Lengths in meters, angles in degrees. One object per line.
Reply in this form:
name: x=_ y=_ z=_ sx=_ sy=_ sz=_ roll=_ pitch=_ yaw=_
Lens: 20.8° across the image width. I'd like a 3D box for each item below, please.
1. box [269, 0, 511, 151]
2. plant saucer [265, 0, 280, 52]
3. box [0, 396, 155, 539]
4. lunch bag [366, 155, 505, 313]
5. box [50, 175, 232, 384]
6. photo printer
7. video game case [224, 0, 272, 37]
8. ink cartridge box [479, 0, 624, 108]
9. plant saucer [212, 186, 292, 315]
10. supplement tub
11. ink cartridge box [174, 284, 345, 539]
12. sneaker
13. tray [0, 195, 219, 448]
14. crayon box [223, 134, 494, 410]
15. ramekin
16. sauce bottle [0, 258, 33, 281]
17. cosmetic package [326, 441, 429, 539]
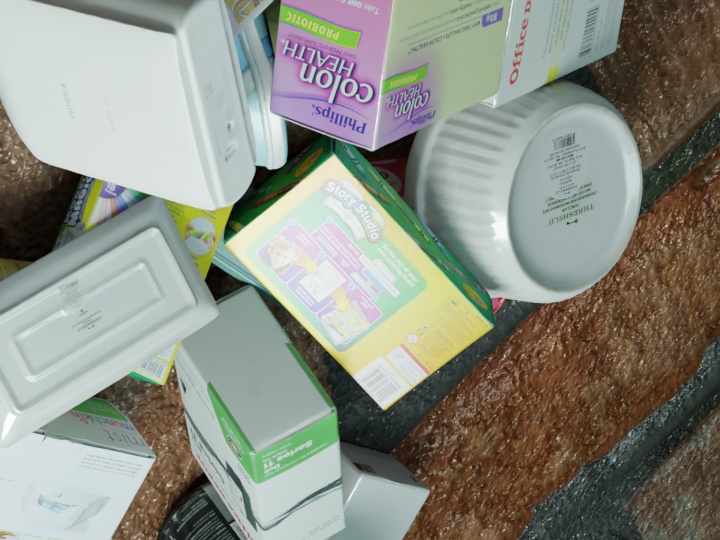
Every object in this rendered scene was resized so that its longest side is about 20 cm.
box: x=0.030 y=-0.213 z=1.420 sx=0.176 sy=0.096 sz=0.202 roll=-29 pitch=132 yaw=-51
plant saucer: x=-0.009 y=-0.242 z=1.532 sx=0.199 sy=0.048 sz=0.201 roll=-20 pitch=129 yaw=-27
box: x=-0.294 y=0.180 z=1.564 sx=0.199 sy=0.097 sz=0.177 roll=18 pitch=106 yaw=-44
lunch bag: x=0.043 y=-0.011 z=1.717 sx=0.199 sy=0.082 sz=0.177 roll=-9 pitch=128 yaw=-32
box: x=-0.169 y=-0.028 z=1.505 sx=0.117 sy=0.048 sz=0.201 roll=29 pitch=77 yaw=-34
photo printer: x=-0.177 y=-0.137 z=1.369 sx=0.070 sy=0.199 sz=0.167 roll=-51 pitch=146 yaw=-37
video game case: x=-0.089 y=-0.283 z=1.368 sx=0.200 sy=0.023 sz=0.183 roll=-49 pitch=120 yaw=-32
ink cartridge box: x=0.137 y=-0.232 z=1.579 sx=0.200 sy=0.083 sz=0.146 roll=-28 pitch=134 yaw=-50
plant saucer: x=-0.066 y=-0.010 z=1.605 sx=0.199 sy=0.019 sz=0.070 roll=34 pitch=96 yaw=-17
supplement tub: x=-0.084 y=0.285 z=1.720 sx=0.122 sy=0.200 sz=0.123 roll=-26 pitch=142 yaw=-23
ink cartridge box: x=-0.083 y=0.134 z=1.633 sx=0.083 sy=0.147 sz=0.201 roll=-27 pitch=147 yaw=-16
sneaker: x=-0.129 y=-0.159 z=1.445 sx=0.129 sy=0.080 sz=0.202 roll=-15 pitch=110 yaw=0
tray: x=-0.202 y=0.035 z=1.440 sx=0.199 sy=0.022 sz=0.108 roll=-32 pitch=102 yaw=-24
crayon box: x=0.000 y=0.000 z=1.566 sx=0.118 sy=0.058 sz=0.200 roll=-37 pitch=109 yaw=17
ramekin: x=0.143 y=-0.067 z=1.630 sx=0.199 sy=0.105 sz=0.202 roll=-12 pitch=109 yaw=-36
sauce bottle: x=-0.238 y=0.028 z=1.526 sx=0.199 sy=0.065 sz=0.065 roll=10 pitch=113 yaw=-42
cosmetic package: x=-0.032 y=0.264 z=1.851 sx=0.101 sy=0.074 sz=0.201 roll=20 pitch=103 yaw=-45
